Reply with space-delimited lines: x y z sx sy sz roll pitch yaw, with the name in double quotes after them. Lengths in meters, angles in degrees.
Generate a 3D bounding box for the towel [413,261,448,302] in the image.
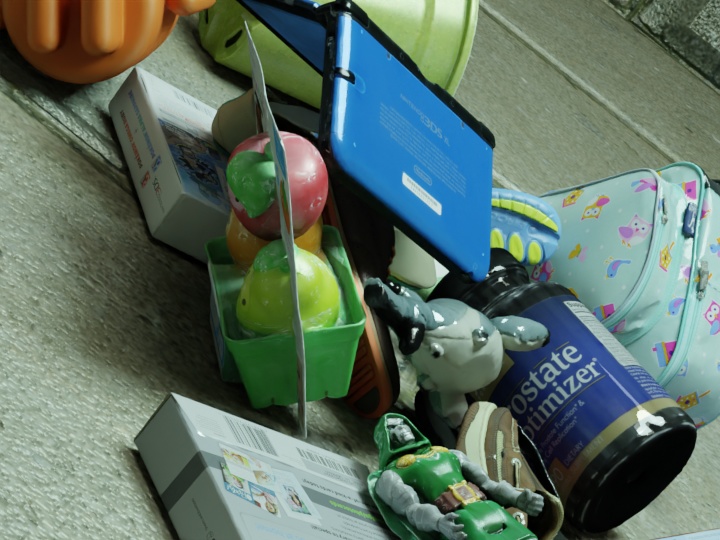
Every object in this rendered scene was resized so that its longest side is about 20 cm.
0.039 -0.012 1.812 0.200 0.023 0.152 44 19 14 "towel"

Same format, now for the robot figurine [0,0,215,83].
-0.193 -0.198 1.655 0.117 0.144 0.200 53 11 -6 "robot figurine"

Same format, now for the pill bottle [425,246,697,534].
0.135 0.080 1.626 0.200 0.112 0.112 48 20 28 "pill bottle"

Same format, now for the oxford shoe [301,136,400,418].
0.000 0.000 1.525 0.072 0.071 0.201 -5 71 -34 "oxford shoe"

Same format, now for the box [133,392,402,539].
-0.023 0.162 1.230 0.156 0.041 0.200 24 22 -40 "box"

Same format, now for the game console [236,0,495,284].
-0.006 -0.093 1.525 0.200 0.118 0.171 37 48 -48 "game console"

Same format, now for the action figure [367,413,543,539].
0.068 0.149 1.279 0.118 0.055 0.200 -13 44 -38 "action figure"

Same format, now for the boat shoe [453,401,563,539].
0.086 0.149 1.403 0.075 0.075 0.202 13 28 4 "boat shoe"

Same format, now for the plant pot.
-0.030 -0.219 1.956 0.184 0.201 0.201 13 28 -29 "plant pot"

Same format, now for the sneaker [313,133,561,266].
0.051 -0.050 1.713 0.199 0.071 0.083 22 -10 -10 "sneaker"

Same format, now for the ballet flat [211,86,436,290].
-0.013 -0.062 1.613 0.200 0.070 0.070 35 18 -13 "ballet flat"

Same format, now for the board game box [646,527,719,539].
0.260 0.231 1.651 0.103 0.019 0.200 45 19 24 "board game box"

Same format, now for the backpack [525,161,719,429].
0.206 0.027 1.758 0.153 0.175 0.201 21 65 -44 "backpack"

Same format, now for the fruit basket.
-0.057 -0.026 1.404 0.185 0.093 0.201 -108 -174 -59 "fruit basket"

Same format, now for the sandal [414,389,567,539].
0.105 0.141 1.523 0.075 0.045 0.200 16 28 -47 "sandal"

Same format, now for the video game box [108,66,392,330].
-0.075 -0.045 1.631 0.200 0.047 0.182 28 18 -30 "video game box"

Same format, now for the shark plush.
0.036 0.042 1.470 0.083 0.091 0.200 49 20 23 "shark plush"
